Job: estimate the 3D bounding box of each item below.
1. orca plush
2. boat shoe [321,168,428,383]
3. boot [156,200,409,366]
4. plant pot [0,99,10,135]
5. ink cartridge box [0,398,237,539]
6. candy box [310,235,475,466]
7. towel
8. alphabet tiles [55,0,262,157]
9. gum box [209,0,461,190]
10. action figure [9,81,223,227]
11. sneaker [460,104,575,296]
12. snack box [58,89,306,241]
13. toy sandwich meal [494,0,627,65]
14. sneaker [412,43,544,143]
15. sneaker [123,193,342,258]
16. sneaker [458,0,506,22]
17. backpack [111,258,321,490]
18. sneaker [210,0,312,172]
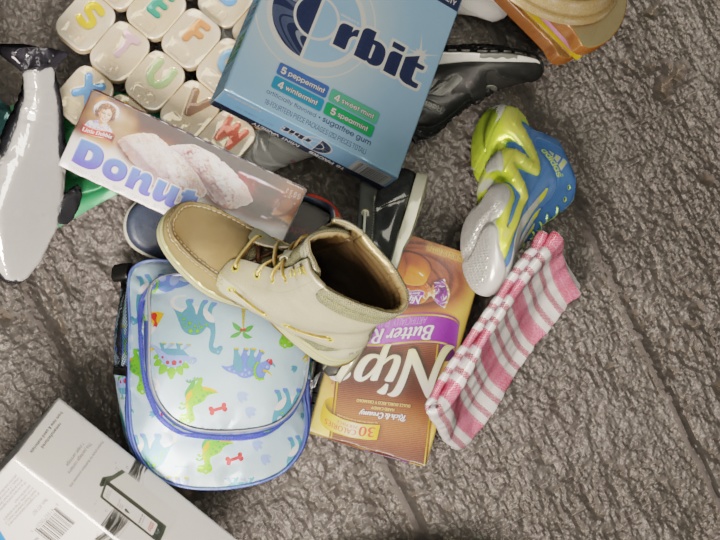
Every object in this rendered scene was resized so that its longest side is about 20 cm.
[{"bbox_3d":[-0.301,-0.095,1.390,0.105,0.071,0.201,-18,114,-39],"label":"orca plush"},{"bbox_3d":[0.000,0.000,1.435,0.067,0.072,0.201,19,80,0],"label":"boat shoe"},{"bbox_3d":[-0.062,-0.008,1.295,0.200,0.155,0.072,35,67,-4],"label":"boot"},{"bbox_3d":[-0.418,-0.095,1.382,0.199,0.141,0.142,8,86,0],"label":"plant pot"},{"bbox_3d":[-0.227,0.227,1.388,0.200,0.146,0.084,40,41,-8],"label":"ink cartridge box"},{"bbox_3d":[0.029,0.067,1.495,0.116,0.056,0.201,17,85,-10],"label":"candy box"},{"bbox_3d":[0.130,0.067,1.470,0.030,0.146,0.200,32,81,22],"label":"towel"},{"bbox_3d":[-0.162,-0.181,1.410,0.200,0.015,0.196,40,81,2],"label":"alphabet tiles"},{"bbox_3d":[-0.016,-0.197,1.412,0.169,0.045,0.201,26,69,-15],"label":"gum box"},{"bbox_3d":[-0.199,-0.117,1.440,0.199,0.055,0.119,-16,93,7],"label":"action figure"},{"bbox_3d":[0.153,-0.058,1.492,0.105,0.076,0.201,19,60,-20],"label":"sneaker"},{"bbox_3d":[-0.150,-0.079,1.382,0.199,0.024,0.072,25,94,-4],"label":"snack box"},{"bbox_3d":[0.160,-0.288,1.509,0.204,0.070,0.206,16,53,-23],"label":"toy sandwich meal"},{"bbox_3d":[0.071,-0.164,1.516,0.199,0.076,0.088,-3,102,-7],"label":"sneaker"},{"bbox_3d":[-0.111,-0.045,1.459,0.199,0.085,0.075,-3,88,-10],"label":"sneaker"},{"bbox_3d":[0.039,-0.259,1.516,0.199,0.075,0.100,16,109,-13],"label":"sneaker"},{"bbox_3d":[-0.125,0.090,1.417,0.182,0.147,0.201,1,86,-11],"label":"backpack"},{"bbox_3d":[-0.072,-0.191,1.463,0.099,0.078,0.201,-11,99,22],"label":"sneaker"}]
